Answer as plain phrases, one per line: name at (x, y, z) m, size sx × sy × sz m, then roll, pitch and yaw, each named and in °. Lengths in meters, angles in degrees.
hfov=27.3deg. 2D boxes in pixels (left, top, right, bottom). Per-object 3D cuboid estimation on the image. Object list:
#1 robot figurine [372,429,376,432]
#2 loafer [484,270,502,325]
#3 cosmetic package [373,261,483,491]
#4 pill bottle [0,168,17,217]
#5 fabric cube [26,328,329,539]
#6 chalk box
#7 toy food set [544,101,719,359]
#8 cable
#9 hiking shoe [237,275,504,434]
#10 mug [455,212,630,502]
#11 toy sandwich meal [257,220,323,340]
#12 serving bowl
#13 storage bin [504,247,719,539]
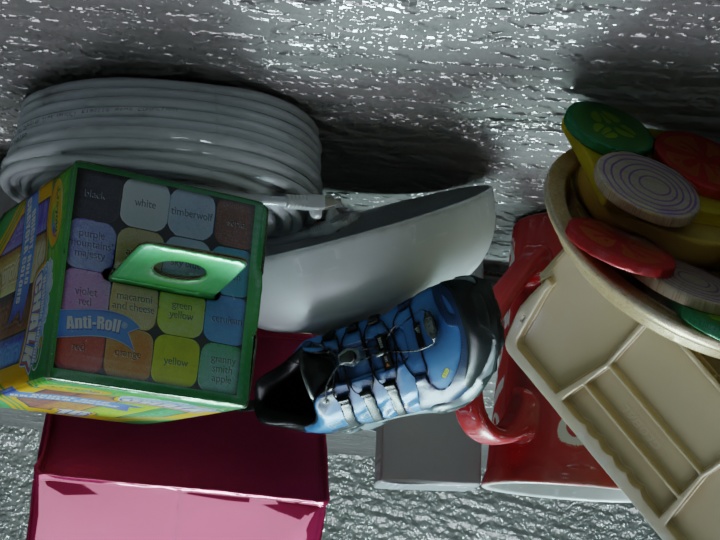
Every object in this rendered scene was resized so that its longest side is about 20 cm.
robot figurine at (0.038, 0.111, 1.522) m, size 0.124 × 0.151 × 0.200 m, roll -20°, pitch 157°, yaw 27°
loafer at (0.055, 0.025, 1.309) m, size 0.198 × 0.074 × 0.071 m, roll 1°, pitch -159°, yaw 10°
cosmetic package at (0.055, 0.076, 1.191) m, size 0.089 × 0.202 × 0.107 m, roll 5°, pitch 167°, yaw -1°
pill bottle at (-0.302, -0.014, 1.130) m, size 0.199 × 0.112 × 0.111 m, roll -8°, pitch 163°, yaw 43°
fabric cube at (-0.136, 0.170, 1.070) m, size 0.198 × 0.201 × 0.197 m, roll 7°, pitch -148°, yaw -7°
chalk box at (-0.134, 0.018, 0.862) m, size 0.124 × 0.125 × 0.200 m, roll 12°, pitch 166°, yaw -26°
toy food set at (0.192, -0.019, 0.812) m, size 0.196 × 0.201 × 0.049 m, roll 7°, pitch 127°, yaw -19°
cable at (-0.122, -0.066, 0.933) m, size 0.199 × 0.070 × 0.199 m, roll 14°, pitch 165°, yaw -33°
hiking shoe at (0.009, 0.063, 0.908) m, size 0.086 × 0.075 × 0.200 m, roll -5°, pitch 160°, yaw -37°
mug at (0.155, 0.061, 1.086) m, size 0.132 × 0.202 × 0.177 m, roll 0°, pitch 166°, yaw 21°
toy sandwich meal at (-0.059, 0.055, 1.183) m, size 0.070 × 0.206 × 0.205 m, roll 33°, pitch -175°, yaw 34°
serving bowl at (0.000, 0.000, 0.995) m, size 0.198 × 0.066 × 0.200 m, roll -15°, pitch -174°, yaw 2°
storage bin at (0.213, 0.055, 0.892) m, size 0.199 × 0.199 × 0.094 m, roll -23°, pitch 158°, yaw -51°
